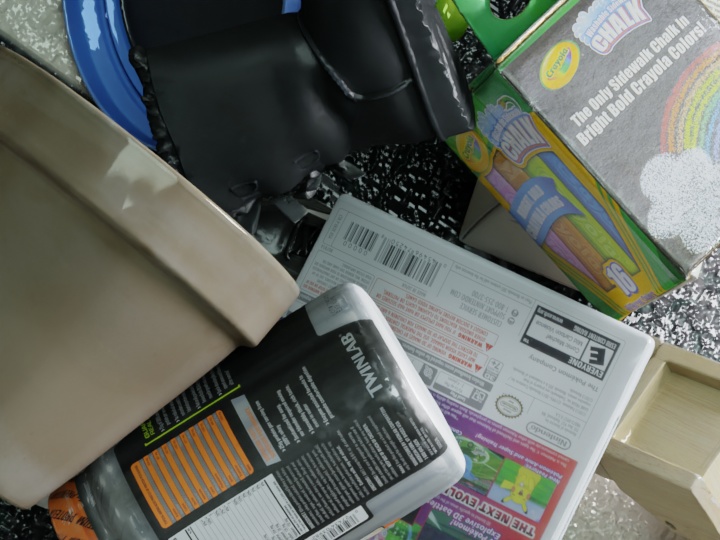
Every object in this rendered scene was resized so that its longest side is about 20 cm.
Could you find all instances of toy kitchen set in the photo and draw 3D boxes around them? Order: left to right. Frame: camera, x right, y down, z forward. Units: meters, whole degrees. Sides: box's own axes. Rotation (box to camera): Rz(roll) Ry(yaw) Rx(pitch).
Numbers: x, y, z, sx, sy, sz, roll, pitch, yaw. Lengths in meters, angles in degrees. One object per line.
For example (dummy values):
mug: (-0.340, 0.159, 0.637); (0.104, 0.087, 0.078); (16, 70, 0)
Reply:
toy kitchen set: (0.215, 0.095, 1.348); (0.163, 0.180, 0.200); (-52, 134, -17)

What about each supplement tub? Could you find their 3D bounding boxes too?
supplement tub: (-0.055, 0.106, 1.159); (0.199, 0.123, 0.123); (-31, 87, 2)

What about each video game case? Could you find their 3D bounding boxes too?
video game case: (0.035, 0.078, 1.224); (0.199, 0.023, 0.183); (25, 84, 17)

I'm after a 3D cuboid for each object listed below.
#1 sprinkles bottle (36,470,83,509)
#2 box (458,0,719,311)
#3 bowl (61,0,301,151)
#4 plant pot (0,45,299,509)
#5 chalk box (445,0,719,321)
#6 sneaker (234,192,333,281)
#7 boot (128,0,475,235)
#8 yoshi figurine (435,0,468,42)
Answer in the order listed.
sprinkles bottle: (-0.139, 0.039, 1.261); (0.068, 0.068, 0.201); (14, 74, -12)
box: (0.158, -0.096, 1.355); (0.127, 0.109, 0.201); (22, 73, -9)
bowl: (-0.096, -0.167, 1.261); (0.039, 0.200, 0.202); (-7, 78, -44)
plant pot: (-0.159, 0.016, 1.107); (0.200, 0.200, 0.174); (39, 85, -4)
chalk box: (0.131, -0.092, 1.225); (0.124, 0.124, 0.200); (-41, 89, -18)
sneaker: (0.000, 0.000, 1.297); (0.199, 0.090, 0.067); (33, 70, -6)
boot: (-0.042, -0.122, 1.147); (0.161, 0.074, 0.199); (-17, 122, 11)
yoshi figurine: (0.005, -0.162, 1.275); (0.112, 0.200, 0.113); (-25, 91, -15)
